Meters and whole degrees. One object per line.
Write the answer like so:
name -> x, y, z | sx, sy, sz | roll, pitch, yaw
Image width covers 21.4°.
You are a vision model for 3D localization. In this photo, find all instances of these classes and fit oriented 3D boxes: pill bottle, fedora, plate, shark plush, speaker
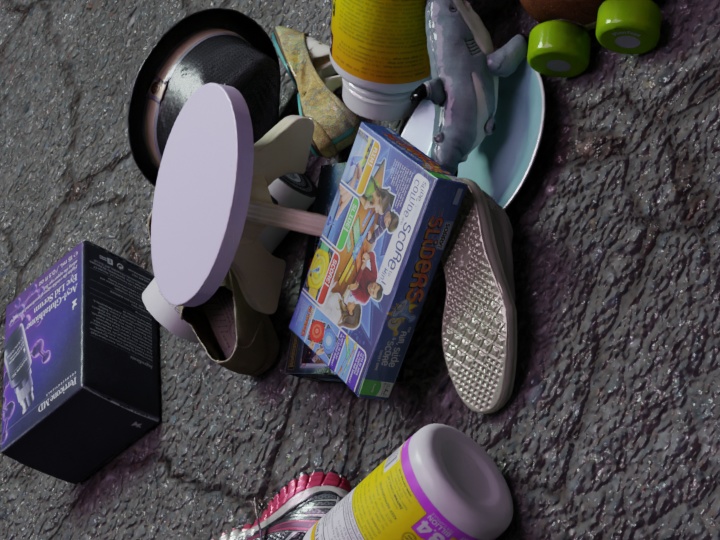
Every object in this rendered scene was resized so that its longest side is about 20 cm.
pill bottle -> 0.022, 0.220, 1.527 | 0.200, 0.104, 0.105 | -44, 38, 26
pill bottle -> 0.027, -0.241, 1.761 | 0.110, 0.108, 0.201 | -111, 20, -48
fedora -> -0.138, -0.160, 1.928 | 0.091, 0.200, 0.202 | 23, 86, 48
plate -> 0.099, -0.104, 1.713 | 0.199, 0.025, 0.202 | -30, 47, 38
shark plush -> 0.070, -0.146, 1.682 | 0.090, 0.083, 0.202 | 3, 70, 52
speaker -> -0.132, -0.025, 1.913 | 0.200, 0.081, 0.081 | -50, 36, 16

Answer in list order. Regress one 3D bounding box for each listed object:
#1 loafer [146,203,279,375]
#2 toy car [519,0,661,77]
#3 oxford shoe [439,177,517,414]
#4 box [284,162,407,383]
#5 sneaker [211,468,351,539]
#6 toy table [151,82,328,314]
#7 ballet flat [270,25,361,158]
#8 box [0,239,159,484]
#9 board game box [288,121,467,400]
loafer -> -0.147, 0.010, 1.839 | 0.076, 0.067, 0.201 | -38, 77, 19
toy car -> 0.154, -0.284, 1.599 | 0.157, 0.199, 0.166 | -15, 60, 46
oxford shoe -> 0.104, 0.021, 1.597 | 0.075, 0.058, 0.202 | -19, 70, 34
box -> 0.000, 0.000, 1.730 | 0.136, 0.037, 0.202 | -3, 75, 54
sneaker -> -0.082, 0.257, 1.659 | 0.200, 0.080, 0.075 | -45, 40, 23
toy table -> -0.108, -0.061, 1.757 | 0.183, 0.116, 0.202 | 33, 109, 48
ballet flat -> -0.039, -0.190, 1.924 | 0.071, 0.070, 0.201 | -46, 37, 23
box -> -0.297, 0.098, 2.023 | 0.148, 0.104, 0.201 | -38, 41, 31
board game box -> 0.012, -0.009, 1.638 | 0.135, 0.034, 0.202 | 42, 116, 51
